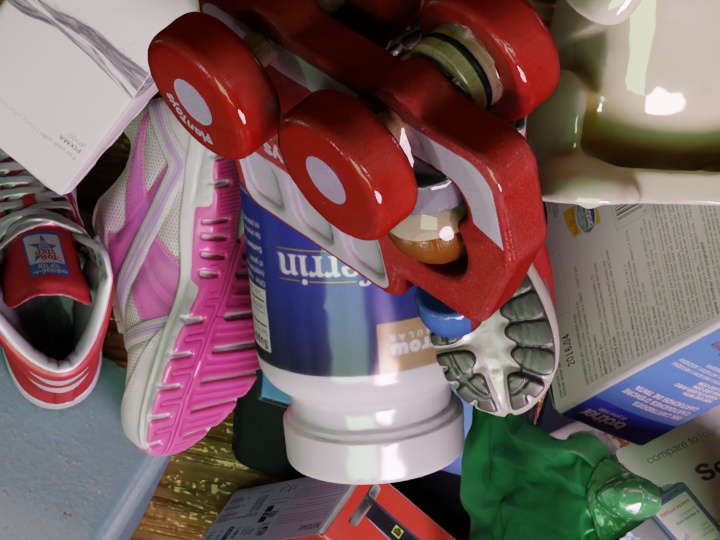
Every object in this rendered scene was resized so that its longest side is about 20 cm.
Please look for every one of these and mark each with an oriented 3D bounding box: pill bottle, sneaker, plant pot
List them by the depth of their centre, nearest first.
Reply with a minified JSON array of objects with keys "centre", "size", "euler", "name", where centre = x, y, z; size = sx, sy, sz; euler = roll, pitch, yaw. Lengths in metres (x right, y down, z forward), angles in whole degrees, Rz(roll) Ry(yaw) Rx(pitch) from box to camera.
[{"centre":[0.052,-0.030,1.232],"size":[0.077,0.085,0.201],"euler":[-7,93,11],"name":"sneaker"},{"centre":[0.000,0.000,1.310],"size":[0.115,0.116,0.201],"euler":[0,109,17],"name":"pill bottle"},{"centre":[-0.175,-0.031,1.332],"size":[0.071,0.112,0.201],"euler":[-16,84,-10],"name":"sneaker"},{"centre":[-0.098,-0.003,1.368],"size":[0.088,0.081,0.201],"euler":[14,93,35],"name":"sneaker"},{"centre":[-0.236,0.147,1.426],"size":[0.195,0.200,0.196],"euler":[27,150,-2],"name":"plant pot"}]

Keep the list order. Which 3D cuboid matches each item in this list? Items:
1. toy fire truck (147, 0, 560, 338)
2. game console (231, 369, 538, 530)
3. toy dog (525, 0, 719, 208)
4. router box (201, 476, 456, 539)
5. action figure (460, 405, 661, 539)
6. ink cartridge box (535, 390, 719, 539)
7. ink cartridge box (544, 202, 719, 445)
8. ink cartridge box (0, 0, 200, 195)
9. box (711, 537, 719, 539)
[{"centre":[0.007,-0.052,1.131],"size":[0.200,0.112,0.168],"euler":[33,153,34],"name":"toy fire truck"},{"centre":[0.015,0.051,1.423],"size":[0.176,0.031,0.201],"euler":[12,126,9],"name":"game console"},{"centre":[0.146,-0.132,1.168],"size":[0.139,0.194,0.201],"euler":[3,96,-4],"name":"toy dog"},{"centre":[0.017,0.190,1.449],"size":[0.179,0.049,0.200],"euler":[41,158,-12],"name":"router box"},{"centre":[0.097,0.114,1.257],"size":[0.054,0.200,0.119],"euler":[-2,86,-16],"name":"action figure"},{"centre":[0.209,0.110,1.369],"size":[0.145,0.088,0.200],"euler":[-28,110,32],"name":"ink cartridge box"},{"centre":[0.155,-0.006,1.265],"size":[0.200,0.137,0.076],"euler":[-30,144,32],"name":"ink cartridge box"},{"centre":[-0.101,-0.152,1.240],"size":[0.083,0.147,0.200],"euler":[39,126,-4],"name":"ink cartridge box"},{"centre":[0.169,0.158,1.242],"size":[0.075,0.200,0.050],"euler":[-29,75,34],"name":"box"}]
